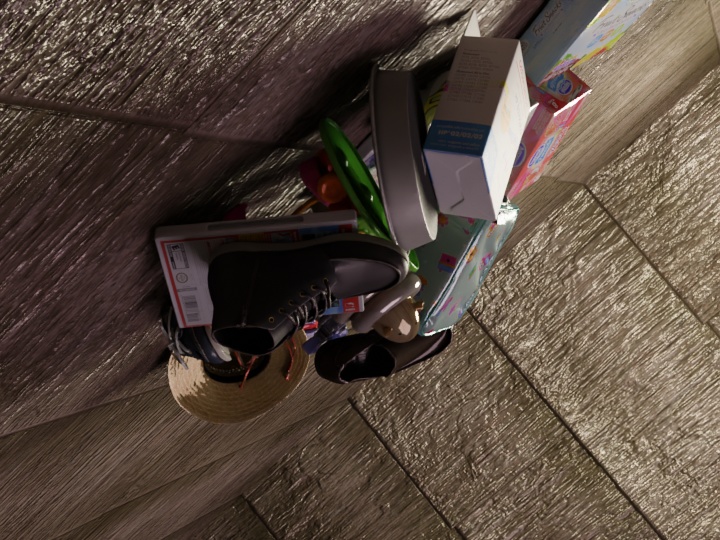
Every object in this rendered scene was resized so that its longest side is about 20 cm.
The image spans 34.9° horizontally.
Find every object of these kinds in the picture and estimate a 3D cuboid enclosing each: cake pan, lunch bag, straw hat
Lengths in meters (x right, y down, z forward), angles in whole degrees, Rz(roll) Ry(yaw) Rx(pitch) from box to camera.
[{"bbox_3d":[0.047,-0.114,1.174,0.036,0.202,0.200,-7,175,10],"label":"cake pan"},{"bbox_3d":[0.122,-0.018,1.447,0.201,0.077,0.160,-60,159,15],"label":"lunch bag"},{"bbox_3d":[-0.176,0.112,1.601,0.201,0.201,0.085,-41,-147,7],"label":"straw hat"}]

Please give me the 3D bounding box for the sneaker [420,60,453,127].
[{"bbox_3d":[0.109,-0.190,1.348,0.200,0.076,0.076,-38,147,-24],"label":"sneaker"}]

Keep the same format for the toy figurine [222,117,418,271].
[{"bbox_3d":[-0.062,-0.034,1.227,0.183,0.200,0.151,-30,-147,12],"label":"toy figurine"}]

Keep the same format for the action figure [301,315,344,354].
[{"bbox_3d":[-0.025,0.006,1.498,0.200,0.105,0.194,-44,-171,7],"label":"action figure"}]

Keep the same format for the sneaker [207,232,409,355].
[{"bbox_3d":[-0.048,0.029,1.106,0.198,0.107,0.075,-4,139,-1],"label":"sneaker"}]

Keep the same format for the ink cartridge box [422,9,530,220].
[{"bbox_3d":[0.134,-0.171,1.237,0.115,0.067,0.201,67,36,-55],"label":"ink cartridge box"}]

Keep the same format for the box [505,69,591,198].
[{"bbox_3d":[0.235,-0.206,1.660,0.102,0.095,0.201,-33,160,-37],"label":"box"}]

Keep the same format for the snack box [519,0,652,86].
[{"bbox_3d":[0.308,-0.342,1.492,0.200,0.068,0.169,-32,168,-43],"label":"snack box"}]

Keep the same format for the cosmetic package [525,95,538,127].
[{"bbox_3d":[0.134,-0.167,1.473,0.200,0.085,0.108,-35,159,-45],"label":"cosmetic package"}]

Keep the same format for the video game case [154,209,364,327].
[{"bbox_3d":[-0.099,0.001,1.165,0.198,0.018,0.144,-5,139,0],"label":"video game case"}]

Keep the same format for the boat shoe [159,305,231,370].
[{"bbox_3d":[-0.194,0.070,1.304,0.061,0.075,0.200,-22,-162,-10],"label":"boat shoe"}]

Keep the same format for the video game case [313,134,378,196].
[{"bbox_3d":[0.030,-0.143,1.469,0.143,0.018,0.200,-44,169,20],"label":"video game case"}]

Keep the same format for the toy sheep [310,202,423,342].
[{"bbox_3d":[0.000,0.000,1.338,0.138,0.200,0.138,-40,174,-5],"label":"toy sheep"}]

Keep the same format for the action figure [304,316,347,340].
[{"bbox_3d":[-0.134,0.096,1.749,0.198,0.105,0.194,-5,146,-26],"label":"action figure"}]

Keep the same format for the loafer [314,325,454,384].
[{"bbox_3d":[0.041,0.111,1.513,0.198,0.074,0.071,-20,-153,-14],"label":"loafer"}]
